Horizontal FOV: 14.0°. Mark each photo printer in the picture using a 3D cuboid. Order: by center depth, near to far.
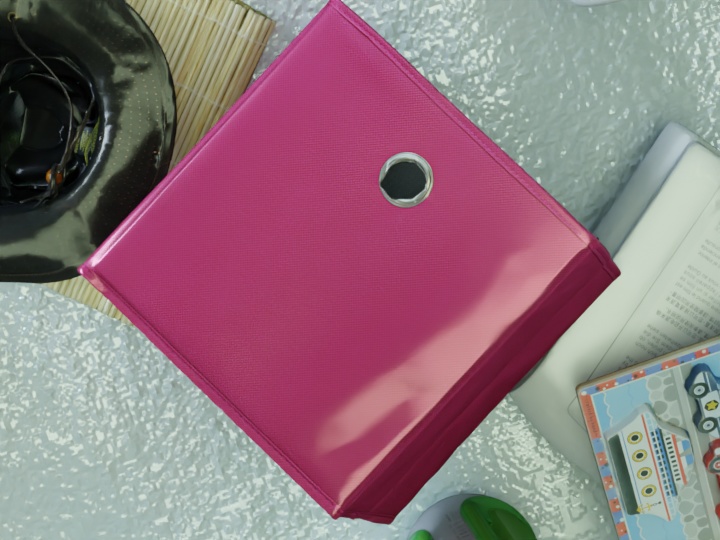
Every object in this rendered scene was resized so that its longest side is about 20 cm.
[{"bbox_3d":[0.193,0.039,1.710,0.166,0.069,0.200,32,95,-13],"label":"photo printer"}]

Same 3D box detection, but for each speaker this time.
[{"bbox_3d":[0.075,0.186,1.653,0.088,0.200,0.089,-1,100,-7],"label":"speaker"}]

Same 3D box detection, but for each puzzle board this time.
[{"bbox_3d":[0.217,0.119,1.682,0.150,0.017,0.200,-20,126,-2],"label":"puzzle board"}]

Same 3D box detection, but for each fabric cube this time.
[{"bbox_3d":[0.000,0.000,1.587,0.196,0.200,0.199,44,92,10],"label":"fabric cube"}]

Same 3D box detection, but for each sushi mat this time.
[{"bbox_3d":[-0.129,-0.075,1.677,0.096,0.012,0.200,23,96,-10],"label":"sushi mat"}]

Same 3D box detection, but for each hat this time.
[{"bbox_3d":[-0.201,-0.085,1.628,0.200,0.081,0.201,0,95,-2],"label":"hat"}]

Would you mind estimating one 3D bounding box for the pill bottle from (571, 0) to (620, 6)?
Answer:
[{"bbox_3d":[0.135,-0.260,1.626,0.119,0.120,0.200,-25,102,-3],"label":"pill bottle"}]
